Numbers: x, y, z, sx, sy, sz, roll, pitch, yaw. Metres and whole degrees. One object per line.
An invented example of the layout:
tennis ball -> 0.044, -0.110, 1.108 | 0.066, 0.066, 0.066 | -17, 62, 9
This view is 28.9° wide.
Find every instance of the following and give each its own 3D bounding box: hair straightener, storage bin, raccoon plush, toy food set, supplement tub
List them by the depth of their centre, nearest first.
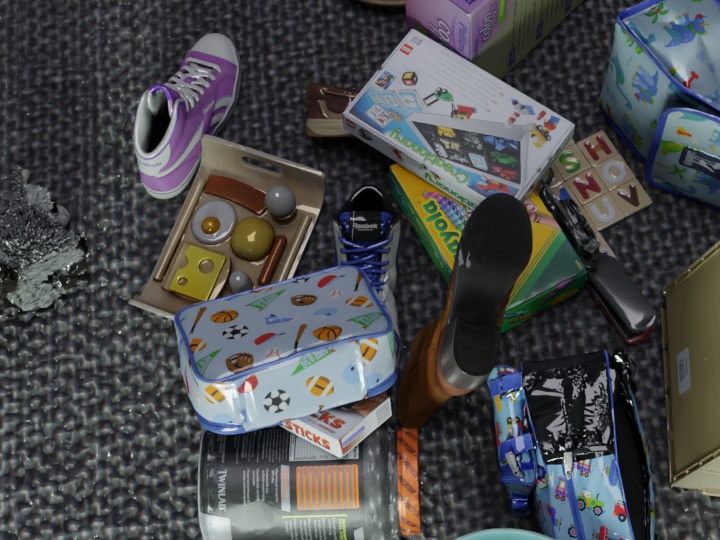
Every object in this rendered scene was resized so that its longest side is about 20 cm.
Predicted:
storage bin -> 0.353, 0.086, 1.270 | 0.093, 0.199, 0.201 | 7, 65, -12
supplement tub -> -0.044, 0.197, 1.284 | 0.198, 0.123, 0.123 | -2, 65, 3
hair straightener -> 0.232, -0.025, 1.382 | 0.041, 0.077, 0.201 | -25, 71, -6
raccoon plush -> -0.361, -0.041, 1.391 | 0.097, 0.200, 0.134 | -47, 67, 18
toy food set -> -0.134, -0.030, 1.424 | 0.143, 0.060, 0.201 | 18, 71, 12

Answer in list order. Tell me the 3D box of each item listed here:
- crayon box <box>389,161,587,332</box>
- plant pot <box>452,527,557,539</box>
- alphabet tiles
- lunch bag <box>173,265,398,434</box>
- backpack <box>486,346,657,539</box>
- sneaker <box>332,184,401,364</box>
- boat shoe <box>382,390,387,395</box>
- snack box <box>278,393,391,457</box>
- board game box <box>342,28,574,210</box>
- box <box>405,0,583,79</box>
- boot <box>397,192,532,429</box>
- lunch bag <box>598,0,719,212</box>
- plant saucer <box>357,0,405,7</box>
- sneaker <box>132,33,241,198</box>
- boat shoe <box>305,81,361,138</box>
crayon box -> 0.126, -0.042, 1.408 | 0.118, 0.058, 0.201 | -26, 67, -8
plant pot -> 0.122, 0.335, 1.187 | 0.199, 0.161, 0.202 | -2, 68, 4
alphabet tiles -> 0.193, -0.064, 1.450 | 0.199, 0.008, 0.168 | -27, 67, -8
lunch bag -> -0.065, 0.066, 1.263 | 0.199, 0.076, 0.160 | -13, 29, -11
backpack -> 0.195, 0.184, 1.252 | 0.134, 0.183, 0.202 | -10, 77, 9
sneaker -> 0.000, -0.001, 1.375 | 0.080, 0.115, 0.201 | 1, 66, 5
boat shoe -> -0.069, 0.118, 1.351 | 0.198, 0.063, 0.071 | -1, 46, 18
snack box -> -0.068, 0.108, 1.288 | 0.199, 0.024, 0.072 | 22, 44, 37
board game box -> 0.098, -0.145, 1.403 | 0.199, 0.035, 0.126 | 33, 70, 15
box -> 0.147, -0.304, 1.468 | 0.097, 0.176, 0.200 | 40, 75, 19
boot -> 0.095, 0.042, 1.309 | 0.068, 0.200, 0.190 | 11, 70, -10
lunch bag -> 0.337, -0.162, 1.394 | 0.127, 0.170, 0.200 | -33, 69, -11
plant saucer -> 0.040, -0.380, 1.591 | 0.198, 0.030, 0.201 | -1, 66, 3
sneaker -> -0.182, -0.185, 1.472 | 0.072, 0.114, 0.202 | 13, 66, 11
boat shoe -> 0.039, -0.178, 1.466 | 0.198, 0.072, 0.073 | -1, 96, 10
